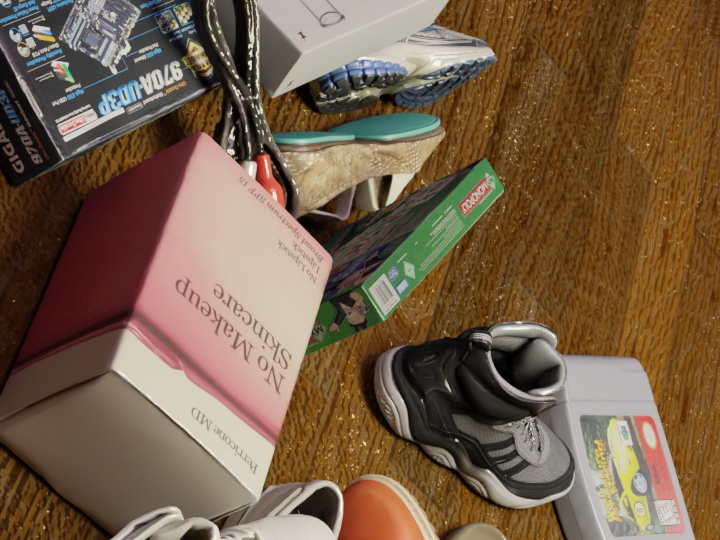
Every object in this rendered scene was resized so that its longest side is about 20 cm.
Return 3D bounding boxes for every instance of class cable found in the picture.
[{"bbox_3d":[-0.069,-0.093,1.456,0.097,0.050,0.201,-2,103,-37],"label":"cable"}]

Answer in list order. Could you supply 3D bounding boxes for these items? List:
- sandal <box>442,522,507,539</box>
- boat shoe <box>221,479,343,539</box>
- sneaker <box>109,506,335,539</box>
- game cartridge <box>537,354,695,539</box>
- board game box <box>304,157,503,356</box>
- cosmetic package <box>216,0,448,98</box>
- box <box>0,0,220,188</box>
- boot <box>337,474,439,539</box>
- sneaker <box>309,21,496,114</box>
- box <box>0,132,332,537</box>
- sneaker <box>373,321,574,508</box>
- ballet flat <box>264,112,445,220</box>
[{"bbox_3d":[0.066,0.228,1.494,0.080,0.054,0.200,56,36,-12],"label":"sandal"},{"bbox_3d":[-0.060,0.197,1.339,0.072,0.066,0.200,54,36,-15],"label":"boat shoe"},{"bbox_3d":[-0.078,0.168,1.238,0.200,0.116,0.074,-22,67,-35],"label":"sneaker"},{"bbox_3d":[0.192,0.160,1.718,0.133,0.041,0.201,1,68,-48],"label":"game cartridge"},{"bbox_3d":[0.000,0.000,1.480,0.029,0.134,0.200,57,36,-9],"label":"board game box"},{"bbox_3d":[-0.042,-0.212,1.574,0.151,0.052,0.200,48,39,9],"label":"cosmetic package"},{"bbox_3d":[-0.180,-0.157,1.419,0.159,0.046,0.200,62,35,-5],"label":"box"},{"bbox_3d":[0.004,0.211,1.388,0.107,0.075,0.201,38,41,-55],"label":"boot"},{"bbox_3d":[0.028,-0.172,1.675,0.200,0.077,0.085,-7,71,-54],"label":"sneaker"},{"bbox_3d":[-0.112,0.041,1.331,0.128,0.109,0.200,44,39,-27],"label":"box"},{"bbox_3d":[0.110,0.100,1.577,0.200,0.114,0.076,33,46,-37],"label":"sneaker"},{"bbox_3d":[-0.008,-0.070,1.589,0.200,0.070,0.066,-13,107,-52],"label":"ballet flat"}]
